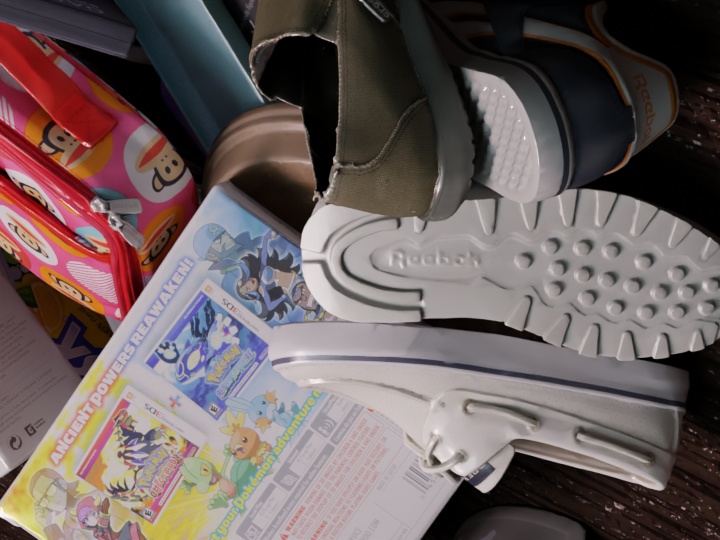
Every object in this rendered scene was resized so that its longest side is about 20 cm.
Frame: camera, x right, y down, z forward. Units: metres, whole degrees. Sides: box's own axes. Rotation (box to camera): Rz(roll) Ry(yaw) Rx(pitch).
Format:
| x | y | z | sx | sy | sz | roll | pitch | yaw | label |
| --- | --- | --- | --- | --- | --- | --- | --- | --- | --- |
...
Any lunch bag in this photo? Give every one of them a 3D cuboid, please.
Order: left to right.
| x | y | z | sx | sy | sz | roll | pitch | yaw | label |
| --- | --- | --- | --- | --- | --- | --- | --- | --- | --- |
| -0.175 | -0.074 | 1.027 | 0.200 | 0.082 | 0.176 | 37 | 161 | 11 | lunch bag |

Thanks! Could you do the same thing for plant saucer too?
| x | y | z | sx | sy | sz | roll | pitch | yaw | label |
| --- | --- | --- | --- | --- | --- | --- | --- | --- | --- |
| -0.106 | -0.152 | 0.998 | 0.070 | 0.019 | 0.201 | -19 | 106 | 54 | plant saucer |
| 0.000 | 0.000 | 1.004 | 0.199 | 0.030 | 0.201 | 21 | 142 | 18 | plant saucer |

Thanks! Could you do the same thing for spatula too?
| x | y | z | sx | sy | sz | roll | pitch | yaw | label |
| --- | --- | --- | --- | --- | --- | --- | --- | --- | --- |
| -0.144 | -0.131 | 1.097 | 0.200 | 0.021 | 0.057 | 36 | 144 | 23 | spatula |

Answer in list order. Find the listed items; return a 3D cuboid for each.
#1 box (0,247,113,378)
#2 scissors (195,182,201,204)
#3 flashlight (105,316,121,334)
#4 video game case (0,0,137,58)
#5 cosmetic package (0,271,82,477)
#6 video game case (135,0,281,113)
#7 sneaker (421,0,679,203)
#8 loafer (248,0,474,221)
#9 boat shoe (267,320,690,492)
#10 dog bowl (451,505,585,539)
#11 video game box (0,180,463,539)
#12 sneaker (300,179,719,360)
| x | y | z | sx | sy | sz | roll | pitch | yaw | label |
| --- | --- | --- | --- | --- | --- | --- | --- | --- | --- |
| -0.193 | 0.051 | 1.275 | 0.200 | 0.070 | 0.064 | 54 | 146 | -3 | box |
| -0.046 | -0.029 | 1.086 | 0.200 | 0.014 | 0.073 | 36 | 145 | 24 | scissors |
| -0.143 | 0.004 | 1.188 | 0.068 | 0.068 | 0.201 | 6 | 130 | 41 | flashlight |
| -0.198 | -0.158 | 0.977 | 0.019 | 0.142 | 0.200 | -68 | 24 | 15 | video game case |
| -0.267 | 0.037 | 1.218 | 0.200 | 0.081 | 0.113 | 56 | 143 | -3 | cosmetic package |
| -0.064 | -0.176 | 0.964 | 0.182 | 0.023 | 0.200 | 45 | 144 | 11 | video game case |
| 0.066 | -0.081 | 0.859 | 0.200 | 0.079 | 0.079 | -139 | 34 | -60 | sneaker |
| -0.014 | -0.110 | 0.835 | 0.075 | 0.069 | 0.201 | 116 | 138 | -56 | loafer |
| 0.053 | 0.066 | 0.909 | 0.199 | 0.070 | 0.071 | 9 | 172 | -12 | boat shoe |
| 0.110 | 0.229 | 1.095 | 0.200 | 0.059 | 0.201 | 30 | 139 | 29 | dog bowl |
| -0.051 | 0.088 | 0.976 | 0.182 | 0.200 | 0.047 | 35 | -173 | -2 | video game box |
| 0.075 | -0.012 | 0.884 | 0.199 | 0.081 | 0.077 | 10 | 106 | 5 | sneaker |
